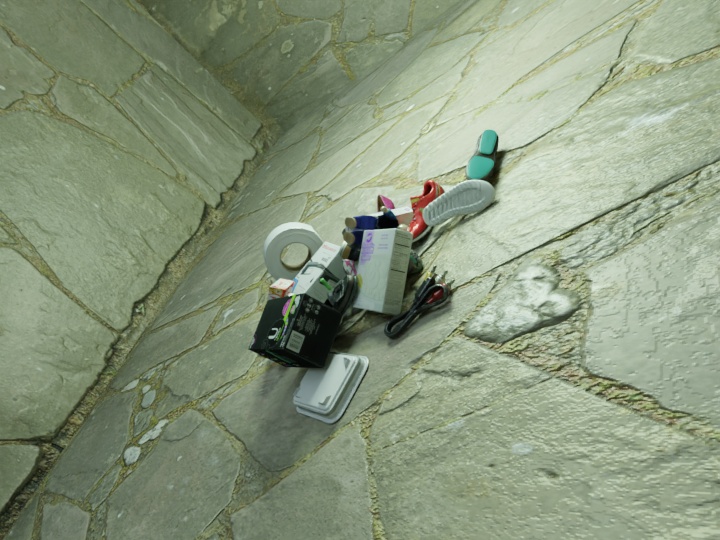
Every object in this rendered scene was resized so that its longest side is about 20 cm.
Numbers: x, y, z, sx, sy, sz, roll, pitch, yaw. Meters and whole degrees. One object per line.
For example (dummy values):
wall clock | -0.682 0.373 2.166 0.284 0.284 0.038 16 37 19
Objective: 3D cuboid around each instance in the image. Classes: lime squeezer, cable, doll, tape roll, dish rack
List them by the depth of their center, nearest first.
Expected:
cable | 0.137 0.084 1.181 0.200 0.050 0.097 -57 41 10
dish rack | -0.081 0.261 1.243 0.200 0.044 0.172 -7 48 56
doll | 0.047 -0.102 1.407 0.048 0.200 0.137 24 113 50
lime squeezer | -0.055 0.058 1.437 0.038 0.200 0.071 -5 85 18
tape roll | -0.213 -0.053 1.719 0.202 0.202 0.071 -46 24 4

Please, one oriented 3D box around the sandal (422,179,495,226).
sandal | 0.247 -0.172 1.329 0.202 0.083 0.050 -18 -5 36

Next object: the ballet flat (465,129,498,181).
ballet flat | 0.316 -0.279 1.369 0.073 0.073 0.200 -18 39 47

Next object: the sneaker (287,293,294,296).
sneaker | -0.166 0.171 1.478 0.073 0.112 0.200 -40 -39 -85

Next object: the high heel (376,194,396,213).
high heel | 0.067 -0.131 1.508 0.067 0.096 0.200 -25 33 39

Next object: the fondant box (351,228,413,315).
fondant box | 0.051 0.002 1.293 0.144 0.058 0.200 3 81 59

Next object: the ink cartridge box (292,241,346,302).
ink cartridge box | -0.116 0.018 1.598 0.200 0.084 0.145 -51 26 -8

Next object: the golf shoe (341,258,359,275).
golf shoe | 0.000 0.000 1.467 0.092 0.073 0.200 -27 39 19

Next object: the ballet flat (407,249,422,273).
ballet flat | 0.082 -0.031 1.374 0.072 0.072 0.200 -56 26 -18

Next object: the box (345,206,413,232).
box | 0.054 -0.134 1.451 0.200 0.041 0.039 -16 35 -24

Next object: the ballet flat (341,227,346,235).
ballet flat | -0.003 -0.107 1.626 0.057 0.067 0.200 -35 26 -10

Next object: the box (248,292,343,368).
box | -0.165 0.154 1.319 0.200 0.124 0.149 -12 52 54

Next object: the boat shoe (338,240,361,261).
boat shoe | 0.007 -0.085 1.476 0.200 0.062 0.075 -50 -17 -50

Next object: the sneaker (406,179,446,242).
sneaker | 0.157 -0.159 1.419 0.077 0.085 0.200 -7 47 55

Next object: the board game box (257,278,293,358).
board game box | -0.239 0.133 1.502 0.152 0.046 0.200 -75 -4 -82

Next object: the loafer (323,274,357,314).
loafer | -0.067 0.083 1.364 0.072 0.063 0.200 -90 20 -46
